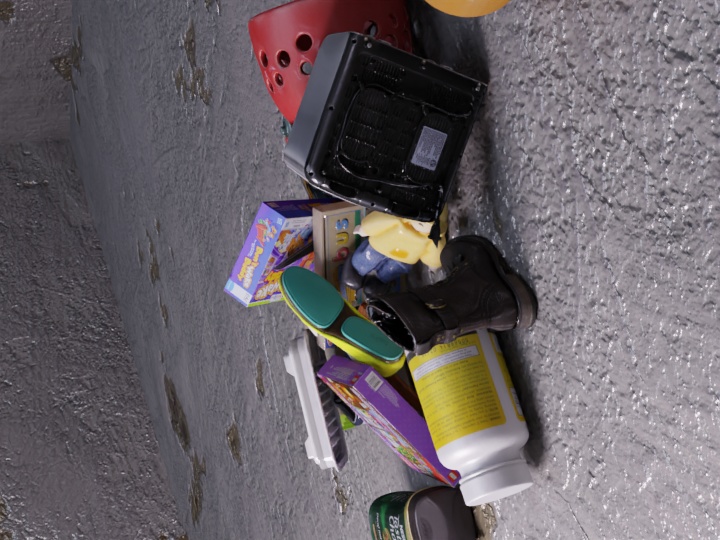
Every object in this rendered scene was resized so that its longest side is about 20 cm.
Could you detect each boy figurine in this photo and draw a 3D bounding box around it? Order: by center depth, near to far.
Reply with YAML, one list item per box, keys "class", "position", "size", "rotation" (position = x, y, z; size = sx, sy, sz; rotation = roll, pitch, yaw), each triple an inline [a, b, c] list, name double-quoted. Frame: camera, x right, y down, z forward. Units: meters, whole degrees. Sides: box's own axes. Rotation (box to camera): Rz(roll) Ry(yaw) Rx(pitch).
- class: "boy figurine"
  position: [0.057, -0.034, 1.464]
  size: [0.200, 0.124, 0.065]
  rotation: [-41, 24, 50]

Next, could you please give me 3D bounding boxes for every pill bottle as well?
- class: "pill bottle"
  position: [0.130, 0.164, 1.350]
  size: [0.111, 0.111, 0.201]
  rotation: [125, 132, -61]

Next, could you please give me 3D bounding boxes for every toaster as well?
- class: "toaster"
  position: [0.025, -0.155, 1.321]
  size: [0.201, 0.180, 0.119]
  rotation: [-71, 22, 7]

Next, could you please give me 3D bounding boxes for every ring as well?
- class: "ring"
  position: [0.069, 0.116, 1.525]
  size: [0.200, 0.019, 0.201]
  rotation: [42, 154, 26]

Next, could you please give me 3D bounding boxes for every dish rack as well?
- class: "dish rack"
  position: [-0.064, 0.184, 1.650]
  size: [0.172, 0.043, 0.202]
  rotation: [17, -121, -86]

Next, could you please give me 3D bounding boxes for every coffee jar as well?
- class: "coffee jar"
  position: [0.083, 0.350, 1.584]
  size: [0.200, 0.085, 0.105]
  rotation: [145, 114, -66]

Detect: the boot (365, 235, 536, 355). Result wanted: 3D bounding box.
- class: "boot"
  position: [0.085, 0.025, 1.317]
  size: [0.200, 0.173, 0.070]
  rotation: [-136, 41, -55]

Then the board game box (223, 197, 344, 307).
- class: "board game box"
  position: [-0.088, -0.029, 1.588]
  size: [0.045, 0.200, 0.135]
  rotation: [34, 111, 23]

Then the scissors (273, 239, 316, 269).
- class: "scissors"
  position: [-0.038, -0.055, 1.563]
  size: [0.014, 0.199, 0.074]
  rotation: [24, 122, 47]

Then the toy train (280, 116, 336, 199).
- class: "toy train"
  position: [-0.062, -0.160, 1.741]
  size: [0.114, 0.085, 0.201]
  rotation: [90, 158, -48]

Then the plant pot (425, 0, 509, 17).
- class: "plant pot"
  position: [0.113, -0.338, 1.102]
  size: [0.183, 0.199, 0.202]
  rotation: [100, 155, -75]

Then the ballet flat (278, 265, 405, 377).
- class: "ballet flat"
  position: [-0.029, 0.073, 1.515]
  size: [0.199, 0.067, 0.067]
  rotation: [35, 149, 12]

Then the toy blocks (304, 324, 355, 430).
- class: "toy blocks"
  position: [-0.016, 0.138, 1.756]
  size: [0.136, 0.099, 0.202]
  rotation: [-20, 81, 56]

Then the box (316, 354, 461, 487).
- class: "box"
  position: [0.041, 0.197, 1.536]
  size: [0.200, 0.039, 0.137]
  rotation: [46, 166, -17]

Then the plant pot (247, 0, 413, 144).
- class: "plant pot"
  position: [-0.023, -0.249, 1.450]
  size: [0.200, 0.199, 0.184]
  rotation: [-3, 103, 68]

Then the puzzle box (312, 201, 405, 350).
- class: "puzzle box"
  position: [0.000, 0.000, 1.574]
  size: [0.025, 0.132, 0.201]
  rotation: [34, 131, 55]

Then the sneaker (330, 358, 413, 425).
- class: "sneaker"
  position: [0.001, 0.125, 1.656]
  size: [0.070, 0.108, 0.201]
  rotation: [124, 132, -63]
